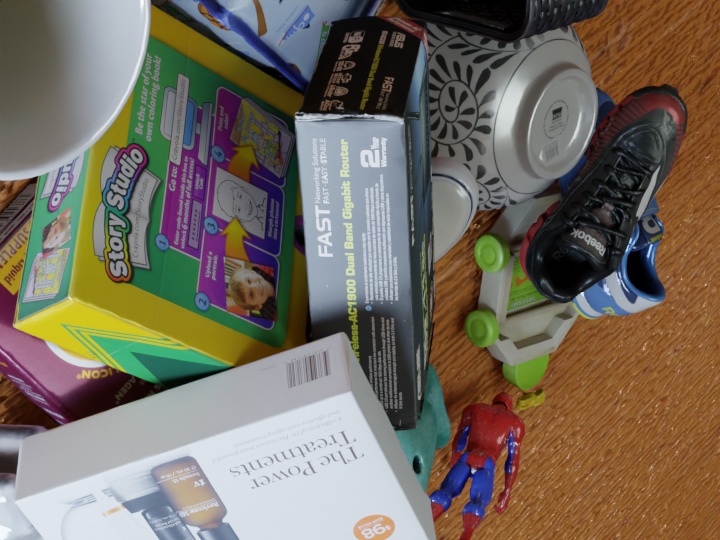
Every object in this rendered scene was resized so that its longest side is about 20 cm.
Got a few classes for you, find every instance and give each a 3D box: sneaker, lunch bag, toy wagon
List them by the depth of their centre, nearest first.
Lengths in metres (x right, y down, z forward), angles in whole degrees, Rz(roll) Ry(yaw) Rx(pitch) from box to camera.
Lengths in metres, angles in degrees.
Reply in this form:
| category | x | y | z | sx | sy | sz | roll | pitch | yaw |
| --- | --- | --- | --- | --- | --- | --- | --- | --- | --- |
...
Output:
| category | x | y | z | sx | sy | sz | roll | pitch | yaw |
| --- | --- | --- | --- | --- | --- | --- | --- | --- | --- |
| lunch bag | -0.039 | -0.203 | 0.962 | 0.171 | 0.123 | 0.200 | -62 | 154 | -4 |
| sneaker | 0.000 | 0.000 | 1.036 | 0.199 | 0.071 | 0.073 | -37 | 112 | 27 |
| sneaker | 0.195 | -0.053 | 1.204 | 0.201 | 0.070 | 0.098 | -57 | -174 | 23 |
| sneaker | 0.220 | -0.057 | 1.296 | 0.074 | 0.082 | 0.202 | -19 | 105 | -41 |
| toy wagon | 0.152 | 0.025 | 1.342 | 0.154 | 0.039 | 0.202 | -14 | 119 | -43 |

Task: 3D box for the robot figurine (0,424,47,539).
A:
| category | x | y | z | sx | sy | sz | roll | pitch | yaw |
| --- | --- | --- | --- | --- | --- | --- | --- | --- | --- |
| robot figurine | -0.206 | 0.188 | 0.970 | 0.170 | 0.112 | 0.201 | -63 | 148 | -46 |

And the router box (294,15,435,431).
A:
| category | x | y | z | sx | sy | sz | roll | pitch | yaw |
| --- | --- | --- | --- | --- | --- | --- | --- | --- | --- |
| router box | 0.008 | -0.030 | 0.893 | 0.150 | 0.061 | 0.202 | -75 | 164 | -60 |

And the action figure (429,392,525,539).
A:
| category | x | y | z | sx | sy | sz | roll | pitch | yaw |
| --- | --- | --- | --- | --- | --- | --- | --- | --- | --- |
| action figure | 0.092 | 0.189 | 1.285 | 0.201 | 0.065 | 0.100 | -60 | 161 | -45 |

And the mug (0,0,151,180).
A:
| category | x | y | z | sx | sy | sz | roll | pitch | yaw |
| --- | --- | --- | --- | --- | --- | --- | --- | --- | --- |
| mug | -0.211 | -0.156 | 0.765 | 0.149 | 0.152 | 0.188 | -27 | 126 | -36 |

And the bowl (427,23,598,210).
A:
| category | x | y | z | sx | sy | sz | roll | pitch | yaw |
| --- | --- | --- | --- | --- | --- | --- | --- | --- | --- |
| bowl | 0.124 | -0.127 | 1.195 | 0.200 | 0.094 | 0.203 | -23 | 124 | -39 |

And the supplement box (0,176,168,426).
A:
| category | x | y | z | sx | sy | sz | roll | pitch | yaw |
| --- | --- | --- | --- | --- | --- | --- | --- | --- | --- |
| supplement box | -0.151 | 0.045 | 0.924 | 0.200 | 0.085 | 0.111 | 47 | 72 | -21 |

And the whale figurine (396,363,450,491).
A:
| category | x | y | z | sx | sy | sz | roll | pitch | yaw |
| --- | --- | --- | --- | --- | --- | --- | --- | --- | --- |
| whale figurine | 0.024 | 0.138 | 1.198 | 0.199 | 0.103 | 0.161 | -26 | 106 | -50 |

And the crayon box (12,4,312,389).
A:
| category | x | y | z | sx | sy | sz | roll | pitch | yaw |
| --- | --- | --- | --- | --- | --- | --- | --- | --- | --- |
| crayon box | -0.101 | -0.035 | 0.879 | 0.172 | 0.058 | 0.202 | 26 | 54 | -37 |

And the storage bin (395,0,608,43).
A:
| category | x | y | z | sx | sy | sz | roll | pitch | yaw |
| --- | --- | --- | --- | --- | --- | --- | --- | --- | --- |
| storage bin | 0.099 | -0.274 | 1.058 | 0.093 | 0.135 | 0.202 | -21 | 122 | -39 |

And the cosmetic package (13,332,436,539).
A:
| category | x | y | z | sx | sy | sz | roll | pitch | yaw |
| --- | --- | --- | --- | --- | --- | --- | --- | --- | --- |
| cosmetic package | -0.073 | 0.131 | 0.863 | 0.198 | 0.052 | 0.151 | -19 | 131 | 10 |
